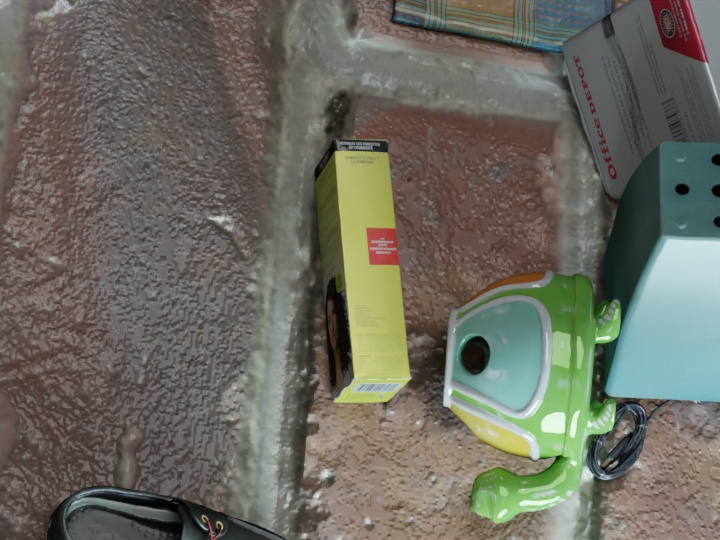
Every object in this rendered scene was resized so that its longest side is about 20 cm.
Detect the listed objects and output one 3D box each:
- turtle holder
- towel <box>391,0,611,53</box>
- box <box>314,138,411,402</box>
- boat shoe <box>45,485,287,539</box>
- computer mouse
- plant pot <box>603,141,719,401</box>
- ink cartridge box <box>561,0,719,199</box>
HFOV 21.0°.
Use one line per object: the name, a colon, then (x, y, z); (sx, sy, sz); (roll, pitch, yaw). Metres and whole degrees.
turtle holder: (0.131, 0.092, 1.531); (0.131, 0.141, 0.186); (4, 109, 1)
towel: (0.129, -0.267, 1.705); (0.199, 0.022, 0.147); (9, 68, -12)
box: (0.000, 0.000, 1.546); (0.050, 0.075, 0.201); (1, 70, -15)
boat shoe: (-0.133, 0.209, 1.442); (0.201, 0.063, 0.074); (14, 66, -12)
computer mouse: (0.259, 0.104, 1.609); (0.200, 0.034, 0.059); (-36, 100, -19)
plant pot: (0.271, -0.007, 1.526); (0.141, 0.200, 0.142); (3, 58, 3)
ink cartridge box: (0.263, -0.154, 1.596); (0.083, 0.200, 0.146); (-16, 86, -23)
